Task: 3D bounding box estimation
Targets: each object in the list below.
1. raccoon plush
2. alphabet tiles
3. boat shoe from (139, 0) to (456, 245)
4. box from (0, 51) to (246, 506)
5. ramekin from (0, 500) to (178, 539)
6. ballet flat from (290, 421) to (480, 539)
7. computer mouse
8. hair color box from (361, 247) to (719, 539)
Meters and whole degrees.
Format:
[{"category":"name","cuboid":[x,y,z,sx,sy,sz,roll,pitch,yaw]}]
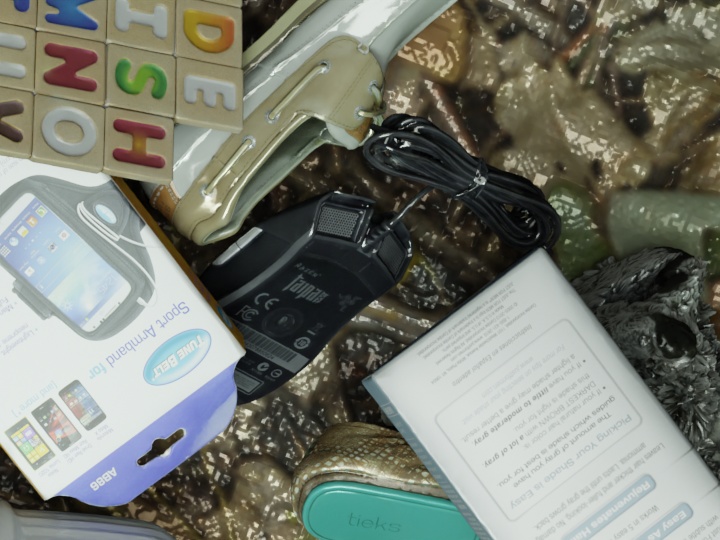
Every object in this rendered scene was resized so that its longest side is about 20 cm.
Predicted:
[{"category":"raccoon plush","cuboid":[0.126,0.073,1.378,0.200,0.097,0.134,-16,114,30]},{"category":"alphabet tiles","cuboid":[-0.132,-0.135,1.280,0.167,0.008,0.200,10,60,-21]},{"category":"boat shoe","cuboid":[-0.017,-0.088,1.328,0.200,0.075,0.068,-36,75,6]},{"category":"box","cuboid":[-0.145,0.010,1.295,0.119,0.041,0.200,-36,104,3]},{"category":"ramekin","cuboid":[-0.134,0.207,1.316,0.105,0.200,0.201,-1,98,-11]},{"category":"ballet flat","cuboid":[0.066,0.111,1.329,0.200,0.065,0.071,17,126,-9]},{"category":"computer mouse","cuboid":[0.000,0.000,1.359,0.140,0.046,0.200,23,124,-37]},{"category":"hair color box","cuboid":[0.100,0.099,1.265,0.099,0.061,0.200,-37,88,-7]}]
